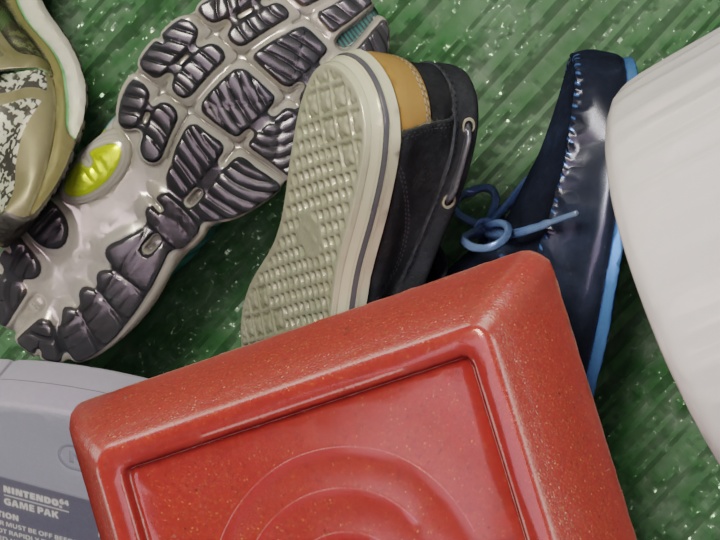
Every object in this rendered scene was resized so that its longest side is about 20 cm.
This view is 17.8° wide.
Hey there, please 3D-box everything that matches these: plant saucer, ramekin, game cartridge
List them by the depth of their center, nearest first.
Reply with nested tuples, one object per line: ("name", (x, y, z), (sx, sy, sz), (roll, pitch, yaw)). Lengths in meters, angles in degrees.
("ramekin", (0.165, -0.001, 0.807), (0.097, 0.200, 0.202), (-24, 85, 20))
("plant saucer", (0.000, 0.117, 0.821), (0.198, 0.037, 0.202), (-19, 83, 17))
("game cartridge", (-0.089, 0.104, 0.920), (0.198, 0.042, 0.134), (13, 121, 14))

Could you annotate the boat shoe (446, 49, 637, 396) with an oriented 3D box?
("boat shoe", (0.062, 0.012, 0.887), (0.068, 0.084, 0.202), (11, 91, 2))

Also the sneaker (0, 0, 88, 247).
("sneaker", (-0.171, -0.098, 0.914), (0.077, 0.088, 0.201), (-41, 54, 36))

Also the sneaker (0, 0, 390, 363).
("sneaker", (-0.070, -0.047, 0.922), (0.200, 0.080, 0.078), (-41, 91, 15))

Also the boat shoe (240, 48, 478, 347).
("boat shoe", (0.000, 0.000, 0.884), (0.075, 0.062, 0.201), (53, 142, 37))
